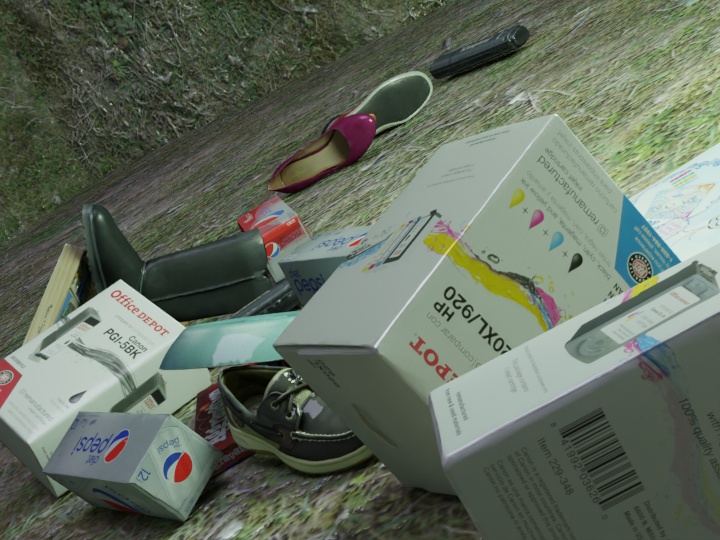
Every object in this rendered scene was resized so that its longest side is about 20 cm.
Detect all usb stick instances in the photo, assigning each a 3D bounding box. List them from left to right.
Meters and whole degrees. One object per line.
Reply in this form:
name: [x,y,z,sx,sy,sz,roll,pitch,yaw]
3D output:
usb stick: [-0.114,0.049,1.506,0.200,0.033,0.055,-35,16,-18]
usb stick: [0.196,-0.364,2.269,0.200,0.033,0.055,-14,20,48]

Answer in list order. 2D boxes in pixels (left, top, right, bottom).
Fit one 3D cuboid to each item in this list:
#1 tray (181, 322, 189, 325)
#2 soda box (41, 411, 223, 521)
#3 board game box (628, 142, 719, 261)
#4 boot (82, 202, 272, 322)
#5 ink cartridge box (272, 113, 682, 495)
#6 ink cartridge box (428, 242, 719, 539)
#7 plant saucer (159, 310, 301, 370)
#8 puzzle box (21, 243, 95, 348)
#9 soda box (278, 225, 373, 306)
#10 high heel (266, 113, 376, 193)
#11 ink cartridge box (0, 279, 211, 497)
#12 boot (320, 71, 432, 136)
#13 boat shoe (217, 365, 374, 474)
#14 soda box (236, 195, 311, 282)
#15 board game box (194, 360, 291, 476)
tray: [-0.297,0.072,1.792,0.098,0.037,0.200,-35,14,-17]
soda box: [-0.201,0.167,1.177,0.200,0.063,0.068,-9,47,56]
board game box: [0.262,-0.036,1.014,0.198,0.043,0.200,-31,14,0]
boot: [-0.207,-0.016,1.554,0.199,0.166,0.066,-10,27,-4]
ink cartridge box: [0.077,0.027,0.883,0.200,0.147,0.144,-51,19,-21]
ink cartridge box: [0.151,0.083,0.619,0.199,0.148,0.086,-28,15,5]
plant saucer: [-0.085,0.059,1.230,0.199,0.036,0.200,-6,0,0]
puzzle box: [-0.348,0.085,1.541,0.133,0.025,0.201,91,-164,-68]
soda box: [0.000,0.000,1.339,0.063,0.068,0.200,-36,15,-26]
high heel: [-0.059,-0.174,2.090,0.200,0.068,0.096,-38,-4,42]
ink cartridge box: [-0.278,0.116,1.400,0.200,0.083,0.147,-37,42,-23]
boot: [0.022,-0.263,2.236,0.200,0.073,0.144,-34,13,-1]
boat shoe: [-0.053,0.110,1.074,0.072,0.066,0.200,-45,25,-27]
soda box: [-0.108,-0.044,1.750,0.070,0.064,0.200,-31,15,-5]
board game box: [-0.106,0.126,1.252,0.103,0.019,0.200,-31,14,2]
